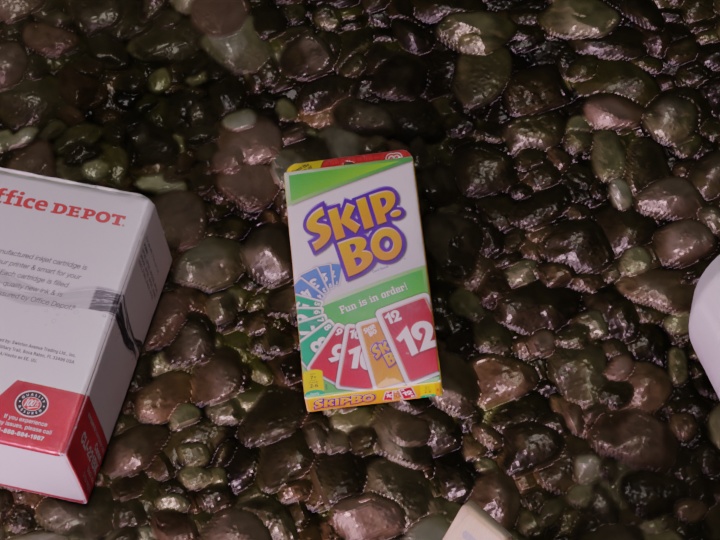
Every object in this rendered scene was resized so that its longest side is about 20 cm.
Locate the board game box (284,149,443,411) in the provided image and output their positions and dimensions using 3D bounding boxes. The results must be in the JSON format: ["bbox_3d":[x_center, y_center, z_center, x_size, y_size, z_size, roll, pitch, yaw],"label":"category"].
[{"bbox_3d":[0.000,0.000,1.622,0.095,0.030,0.201,-7,57,1],"label":"board game box"}]

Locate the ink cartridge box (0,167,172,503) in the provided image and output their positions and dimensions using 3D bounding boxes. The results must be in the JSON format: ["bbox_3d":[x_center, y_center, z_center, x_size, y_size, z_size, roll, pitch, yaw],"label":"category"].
[{"bbox_3d":[-0.229,0.041,1.586,0.143,0.084,0.201,11,63,13],"label":"ink cartridge box"}]

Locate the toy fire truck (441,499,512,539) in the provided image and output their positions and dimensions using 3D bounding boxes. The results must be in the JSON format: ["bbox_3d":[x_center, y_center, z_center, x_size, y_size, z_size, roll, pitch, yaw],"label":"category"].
[{"bbox_3d":[0.081,0.246,1.370,0.175,0.201,0.129,21,64,17],"label":"toy fire truck"}]

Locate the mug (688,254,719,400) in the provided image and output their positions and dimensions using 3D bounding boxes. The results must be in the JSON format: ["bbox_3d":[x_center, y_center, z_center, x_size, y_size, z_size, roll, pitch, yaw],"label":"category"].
[{"bbox_3d":[0.300,0.060,1.515,0.149,0.186,0.154,-46,51,16],"label":"mug"}]
